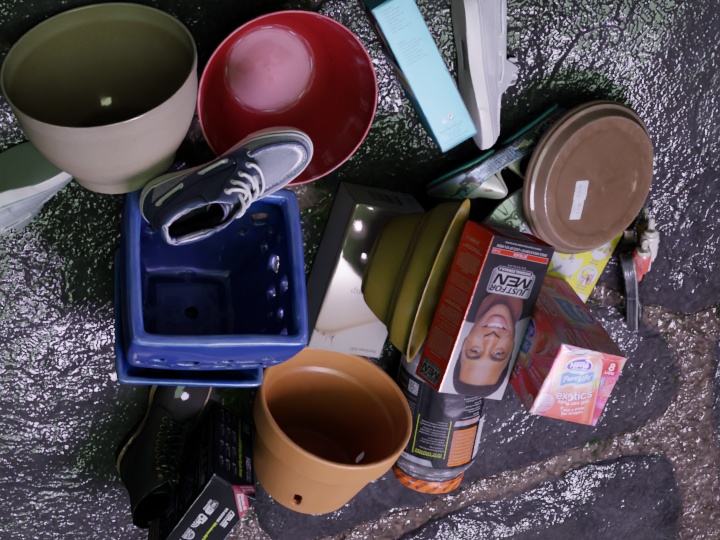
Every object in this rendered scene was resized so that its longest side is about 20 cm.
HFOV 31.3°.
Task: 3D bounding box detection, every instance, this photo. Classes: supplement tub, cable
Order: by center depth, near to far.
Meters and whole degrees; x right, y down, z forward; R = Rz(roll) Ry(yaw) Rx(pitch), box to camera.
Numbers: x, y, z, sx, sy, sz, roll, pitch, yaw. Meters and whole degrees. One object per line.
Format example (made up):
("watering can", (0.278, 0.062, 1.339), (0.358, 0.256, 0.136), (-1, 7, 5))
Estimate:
("supplement tub", (0.103, 0.184, 1.689), (0.122, 0.123, 0.200), (0, 117, -18))
("cable", (0.370, 0.019, 1.690), (0.050, 0.097, 0.200), (0, 131, 17))

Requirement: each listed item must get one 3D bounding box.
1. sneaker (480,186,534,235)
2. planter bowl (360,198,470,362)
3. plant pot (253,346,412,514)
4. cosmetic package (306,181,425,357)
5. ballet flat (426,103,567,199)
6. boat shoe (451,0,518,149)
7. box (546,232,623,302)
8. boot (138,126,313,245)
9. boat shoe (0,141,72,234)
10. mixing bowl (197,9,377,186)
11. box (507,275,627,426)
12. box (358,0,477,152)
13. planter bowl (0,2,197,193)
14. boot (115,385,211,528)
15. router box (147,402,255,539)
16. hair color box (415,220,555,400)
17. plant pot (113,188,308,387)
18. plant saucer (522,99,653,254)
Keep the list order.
("sneaker", (0.170, -0.042, 1.617), (0.200, 0.081, 0.076), (-45, 105, 5))
("planter bowl", (0.054, -0.002, 1.486), (0.083, 0.200, 0.201), (20, 114, 10))
("plant pot", (-0.051, 0.212, 1.628), (0.200, 0.200, 0.140), (7, 132, -21))
("cosmetic package", (0.000, 0.000, 1.587), (0.103, 0.073, 0.200), (8, 113, -23))
("ballet flat", (0.178, -0.127, 1.571), (0.200, 0.074, 0.074), (-32, 122, 2))
("boat shoe", (0.152, -0.242, 1.514), (0.068, 0.072, 0.200), (-14, 111, -10))
("box", (0.266, -0.033, 1.671), (0.117, 0.048, 0.200), (17, 113, -25))
("boot", (-0.129, -0.084, 1.353), (0.200, 0.090, 0.073), (-26, 123, -12))
("boat shoe", (-0.393, -0.079, 1.428), (0.201, 0.070, 0.072), (-28, 146, -7))
("mixing bowl", (-0.090, -0.206, 1.425), (0.200, 0.108, 0.200), (-7, 120, -13))
("box", (0.233, 0.089, 1.583), (0.095, 0.200, 0.103), (13, 112, -20))
("box", (0.064, -0.238, 1.473), (0.049, 0.082, 0.200), (-30, 122, 0))
("planter bowl", (-0.263, -0.168, 1.353), (0.200, 0.200, 0.135), (-15, 139, -10))
("boot", (-0.229, 0.209, 1.585), (0.077, 0.138, 0.200), (21, 108, -24))
("router box", (-0.198, 0.275, 1.592), (0.062, 0.200, 0.150), (34, 104, -16))
("hair color box", (0.149, 0.049, 1.540), (0.101, 0.061, 0.200), (10, 105, -33))
("plant pot", (-0.181, 0.027, 1.458), (0.200, 0.200, 0.180), (3, 153, -20))
("plant saucer", (0.286, -0.110, 1.577), (0.200, 0.029, 0.200), (-14, 119, -26))
